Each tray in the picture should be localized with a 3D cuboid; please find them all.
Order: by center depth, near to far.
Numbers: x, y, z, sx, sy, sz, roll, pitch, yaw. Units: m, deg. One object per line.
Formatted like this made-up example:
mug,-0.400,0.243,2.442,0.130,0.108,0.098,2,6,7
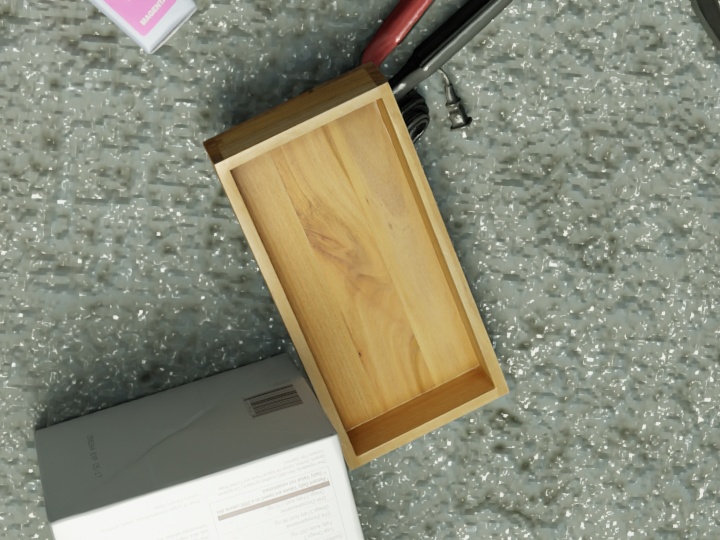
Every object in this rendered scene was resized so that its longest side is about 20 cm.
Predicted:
tray,0.000,0.000,1.126,0.098,0.037,0.201,-25,119,-4

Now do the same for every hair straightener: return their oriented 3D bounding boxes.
hair straightener,0.027,-0.089,1.127,0.077,0.041,0.200,38,94,-16

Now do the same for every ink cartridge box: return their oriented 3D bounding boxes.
ink cartridge box,-0.167,-0.192,1.023,0.042,0.119,0.200,-44,108,4

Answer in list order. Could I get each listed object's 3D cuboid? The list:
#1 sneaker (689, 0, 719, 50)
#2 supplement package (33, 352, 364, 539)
sneaker,0.206,-0.194,1.116,0.073,0.082,0.202,-18,107,-8
supplement package,-0.070,0.175,1.113,0.149,0.152,0.202,-16,106,-7
